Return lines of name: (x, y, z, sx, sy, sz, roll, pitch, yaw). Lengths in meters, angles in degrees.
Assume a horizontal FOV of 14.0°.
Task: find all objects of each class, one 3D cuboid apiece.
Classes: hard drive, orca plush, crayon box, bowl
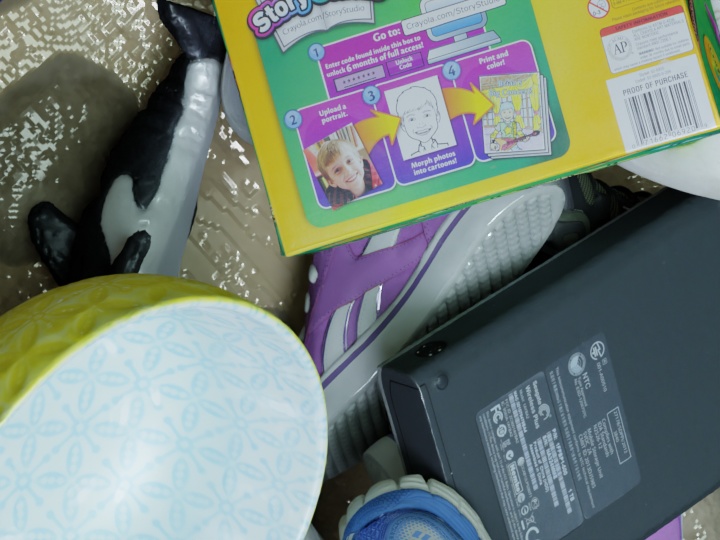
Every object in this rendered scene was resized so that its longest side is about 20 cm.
hard drive: (0.106, 0.060, 1.325, 0.200, 0.033, 0.140, -30, 116, -30)
orca plush: (-0.116, -0.024, 1.303, 0.071, 0.105, 0.201, 15, 97, 8)
crayon box: (0.048, -0.089, 1.234, 0.199, 0.058, 0.119, -16, 89, 16)
bowl: (-0.122, 0.080, 1.207, 0.200, 0.108, 0.201, -25, 131, -33)

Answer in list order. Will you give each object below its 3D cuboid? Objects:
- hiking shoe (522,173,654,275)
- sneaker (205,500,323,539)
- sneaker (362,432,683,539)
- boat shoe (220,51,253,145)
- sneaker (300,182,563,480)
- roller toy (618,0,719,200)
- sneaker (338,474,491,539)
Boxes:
hiking shoe: (0.120, -0.013, 1.407, 0.101, 0.076, 0.201, -43, 119, -23)
sneaker: (-0.041, 0.139, 1.312, 0.078, 0.200, 0.099, -39, 154, 13)
sneaker: (0.084, 0.105, 1.381, 0.114, 0.073, 0.200, -44, 138, 1)
boat shoe: (0.001, -0.140, 1.328, 0.071, 0.070, 0.201, 28, 83, 1)
sneaker: (0.001, 0.000, 1.352, 0.201, 0.114, 0.073, -53, 153, 19)
roller toy: (0.177, -0.128, 1.330, 0.181, 0.200, 0.140, 6, 118, -8)
sneaker: (0.057, 0.184, 1.246, 0.078, 0.089, 0.200, -36, 106, 18)
